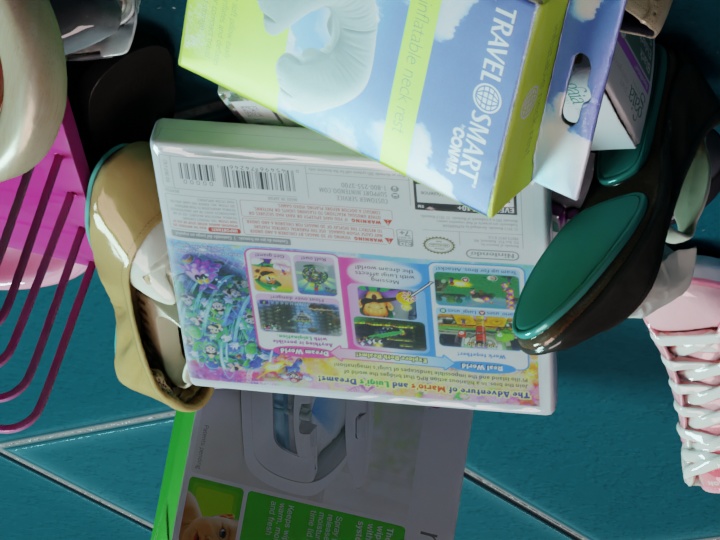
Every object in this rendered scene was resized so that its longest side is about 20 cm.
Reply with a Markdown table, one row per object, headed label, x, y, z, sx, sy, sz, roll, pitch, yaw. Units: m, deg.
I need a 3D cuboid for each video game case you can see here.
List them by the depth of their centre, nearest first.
| label | x | y | z | sx | sy | sz | roll | pitch | yaw |
| --- | --- | --- | --- | --- | --- | --- | --- | --- | --- |
| video game case | 0.000 | 0.000 | 1.474 | 0.199 | 0.024 | 0.182 | 4 | 137 | 10 |

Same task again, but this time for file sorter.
| label | x | y | z | sx | sy | sz | roll | pitch | yaw |
| --- | --- | --- | --- | --- | --- | --- | --- | --- | --- |
| file sorter | -0.227 | -0.012 | 1.530 | 0.138 | 0.126 | 0.200 | 14 | 158 | 8 |

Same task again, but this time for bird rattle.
| label | x | y | z | sx | sy | sz | roll | pitch | yaw |
| --- | --- | --- | --- | --- | --- | --- | --- | --- | --- |
| bird rattle | -0.189 | -0.124 | 1.387 | 0.200 | 0.164 | 0.113 | -16 | -173 | 38 |

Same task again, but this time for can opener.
| label | x | y | z | sx | sy | sz | roll | pitch | yaw |
| --- | --- | --- | --- | --- | --- | --- | --- | --- | --- |
| can opener | -0.204 | -0.129 | 1.480 | 0.199 | 0.054 | 0.067 | -4 | -179 | 28 |

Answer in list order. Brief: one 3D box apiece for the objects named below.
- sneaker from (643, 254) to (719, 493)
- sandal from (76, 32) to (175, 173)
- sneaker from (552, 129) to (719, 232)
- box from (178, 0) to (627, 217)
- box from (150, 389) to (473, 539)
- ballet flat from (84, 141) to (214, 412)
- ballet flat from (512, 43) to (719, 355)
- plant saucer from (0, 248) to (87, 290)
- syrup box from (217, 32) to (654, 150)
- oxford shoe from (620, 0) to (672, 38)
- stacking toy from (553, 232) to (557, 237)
| label | x | y | z | sx | sy | sz | roll | pitch | yaw |
| --- | --- | --- | --- | --- | --- | --- | --- | --- | --- |
| sneaker | 0.217 | 0.070 | 1.718 | 0.075 | 0.105 | 0.200 | -2 | 153 | 29 |
| sandal | -0.122 | -0.058 | 1.593 | 0.045 | 0.075 | 0.200 | 47 | 162 | 20 |
| sneaker | 0.090 | -0.070 | 1.497 | 0.199 | 0.075 | 0.088 | 3 | 150 | 16 |
| box | 0.015 | -0.110 | 1.320 | 0.200 | 0.048 | 0.122 | 26 | 130 | 19 |
| box | -0.027 | 0.113 | 1.784 | 0.176 | 0.201 | 0.097 | 15 | 155 | -9 |
| ballet flat | -0.106 | 0.007 | 1.593 | 0.063 | 0.069 | 0.200 | 37 | 154 | 26 |
| ballet flat | 0.138 | -0.025 | 1.416 | 0.068 | 0.200 | 0.068 | 42 | 145 | -24 |
| plant saucer | -0.247 | -0.052 | 1.687 | 0.200 | 0.051 | 0.201 | 8 | 155 | 4 |
| syrup box | 0.038 | -0.108 | 1.417 | 0.199 | 0.082 | 0.079 | -3 | 154 | 22 |
| oxford shoe | 0.051 | -0.143 | 1.339 | 0.199 | 0.074 | 0.071 | 2 | 160 | 21 |
| stacking toy | 0.015 | -0.016 | 1.608 | 0.199 | 0.147 | 0.146 | -5 | 157 | -6 |
